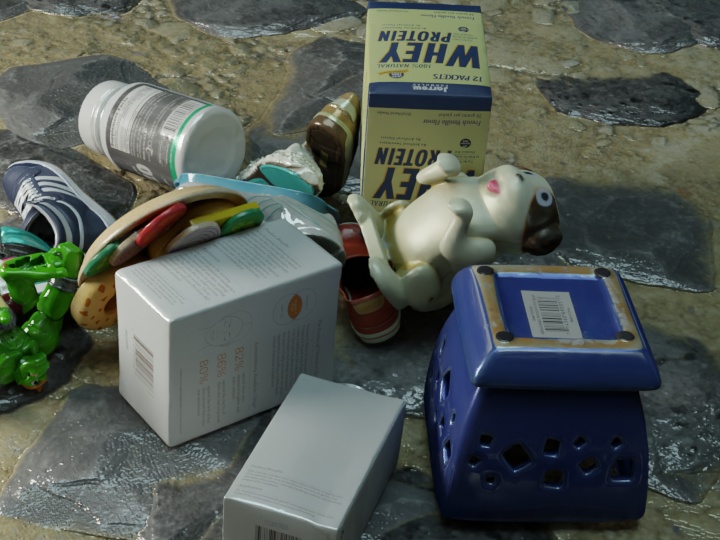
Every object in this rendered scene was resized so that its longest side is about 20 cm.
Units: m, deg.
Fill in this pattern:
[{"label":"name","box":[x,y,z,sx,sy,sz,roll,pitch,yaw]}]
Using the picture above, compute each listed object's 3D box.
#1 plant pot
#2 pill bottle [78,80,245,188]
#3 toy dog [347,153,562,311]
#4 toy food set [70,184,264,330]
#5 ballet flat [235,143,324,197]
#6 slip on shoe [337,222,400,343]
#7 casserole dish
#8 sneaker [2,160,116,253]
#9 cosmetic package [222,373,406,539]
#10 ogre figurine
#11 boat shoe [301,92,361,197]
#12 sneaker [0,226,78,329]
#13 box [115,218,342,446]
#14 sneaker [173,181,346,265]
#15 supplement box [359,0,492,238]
[{"label":"plant pot","box":[0.172,0.107,1.448,0.199,0.180,0.200,2,33,-6]},{"label":"pill bottle","box":[-0.247,-0.167,1.879,0.200,0.113,0.113,21,36,37]},{"label":"toy dog","box":[0.117,-0.036,1.630,0.200,0.194,0.140,-27,40,13]},{"label":"toy food set","box":[-0.198,-0.018,1.549,0.200,0.198,0.049,-18,67,-34]},{"label":"ballet flat","box":[-0.091,-0.119,1.794,0.072,0.072,0.200,-15,5,-27]},{"label":"slip on shoe","box":[0.000,0.000,1.699,0.074,0.061,0.200,-20,35,2]},{"label":"casserole dish","box":[-0.123,-0.067,1.768,0.199,0.121,0.039,10,76,8]},{"label":"sneaker","box":[-0.370,-0.070,1.739,0.200,0.070,0.108,33,23,32]},{"label":"cosmetic package","box":[-0.040,0.189,1.399,0.112,0.081,0.200,15,33,15]},{"label":"ogre figurine","box":[-0.351,0.057,1.525,0.098,0.120,0.200,14,35,7]},{"label":"boat shoe","box":[-0.028,-0.152,1.827,0.072,0.200,0.076,35,70,0]},{"label":"sneaker","box":[-0.400,0.009,1.621,0.199,0.084,0.121,-3,38,-26]},{"label":"box","box":[-0.131,0.058,1.521,0.200,0.153,0.106,-19,39,-33]},{"label":"sneaker","box":[-0.112,-0.052,1.666,0.200,0.071,0.080,20,31,-14]},{"label":"supplement box","box":[0.069,-0.170,1.738,0.134,0.200,0.200,2,39,-2]}]
